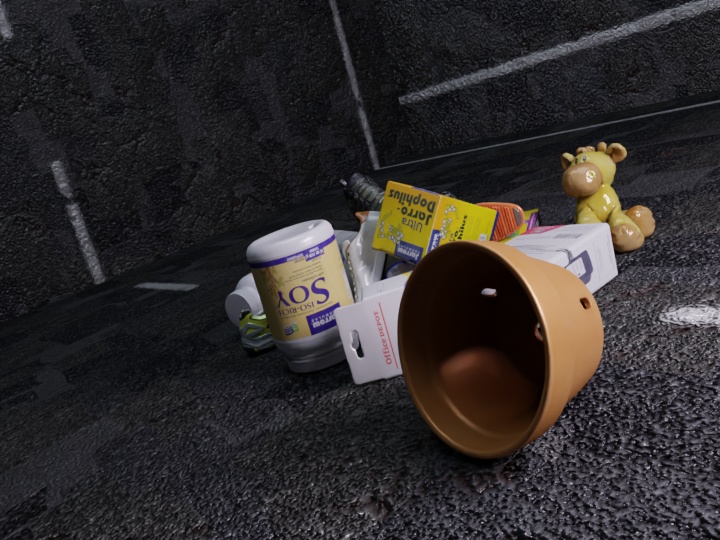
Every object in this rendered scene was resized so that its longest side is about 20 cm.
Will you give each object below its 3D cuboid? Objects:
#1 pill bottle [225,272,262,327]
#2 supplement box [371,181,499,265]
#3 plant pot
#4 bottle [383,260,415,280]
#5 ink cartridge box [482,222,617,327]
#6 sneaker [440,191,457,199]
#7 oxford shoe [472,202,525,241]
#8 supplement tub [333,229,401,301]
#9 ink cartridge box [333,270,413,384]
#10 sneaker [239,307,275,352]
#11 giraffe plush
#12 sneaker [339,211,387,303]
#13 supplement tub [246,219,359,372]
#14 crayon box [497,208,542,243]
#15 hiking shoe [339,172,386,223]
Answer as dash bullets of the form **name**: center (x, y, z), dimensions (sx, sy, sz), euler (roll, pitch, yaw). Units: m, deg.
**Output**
- **pill bottle**: center (-0.190, 0.044, 1.351), dimensions (0.102, 0.107, 0.199), euler (-8, 17, 34)
- **supplement box**: center (0.126, -0.067, 1.063), dimensions (0.107, 0.113, 0.197), euler (20, 10, 37)
- **plant pot**: center (0.149, 0.069, 0.657), dimensions (0.137, 0.207, 0.197), euler (-6, 3, -38)
- **bottle**: center (0.090, 0.030, 1.021), dimensions (0.081, 0.067, 0.200), euler (-20, 12, -5)
- **ink cartridge box**: center (0.261, 0.004, 0.960), dimensions (0.197, 0.087, 0.143), euler (-26, 16, -35)
- **sneaker**: center (0.126, -0.064, 1.291), dimensions (0.087, 0.076, 0.202), euler (-28, -23, -51)
- **oxford shoe**: center (0.210, -0.088, 1.180), dimensions (0.196, 0.073, 0.072), euler (-9, 13, 37)
- **supplement tub**: center (-0.012, -0.007, 1.240), dimensions (0.130, 0.136, 0.198), euler (-24, 17, -29)
- **ink cartridge box**: center (0.070, 0.067, 0.884), dimensions (0.194, 0.120, 0.068), euler (-16, 14, 4)
- **sneaker**: center (-0.129, 0.080, 1.188), dimensions (0.196, 0.079, 0.075), euler (-22, 12, -28)
- **giraffe plush**: center (0.407, -0.129, 1.127), dimensions (0.168, 0.167, 0.200), euler (-11, 15, 27)
- **sneaker**: center (0.000, 0.000, 1.096), dimensions (0.082, 0.206, 0.073), euler (10, -12, 4)
- **supplement tub**: center (-0.085, 0.038, 1.020), dimensions (0.141, 0.206, 0.146), euler (-16, 12, 4)
- **crayon box**: center (0.254, -0.047, 1.236), dimensions (0.168, 0.060, 0.200), euler (-14, 14, 24)
- **hiking shoe**: center (0.013, -0.130, 1.217), dimensions (0.076, 0.101, 0.199), euler (-48, 21, -12)
